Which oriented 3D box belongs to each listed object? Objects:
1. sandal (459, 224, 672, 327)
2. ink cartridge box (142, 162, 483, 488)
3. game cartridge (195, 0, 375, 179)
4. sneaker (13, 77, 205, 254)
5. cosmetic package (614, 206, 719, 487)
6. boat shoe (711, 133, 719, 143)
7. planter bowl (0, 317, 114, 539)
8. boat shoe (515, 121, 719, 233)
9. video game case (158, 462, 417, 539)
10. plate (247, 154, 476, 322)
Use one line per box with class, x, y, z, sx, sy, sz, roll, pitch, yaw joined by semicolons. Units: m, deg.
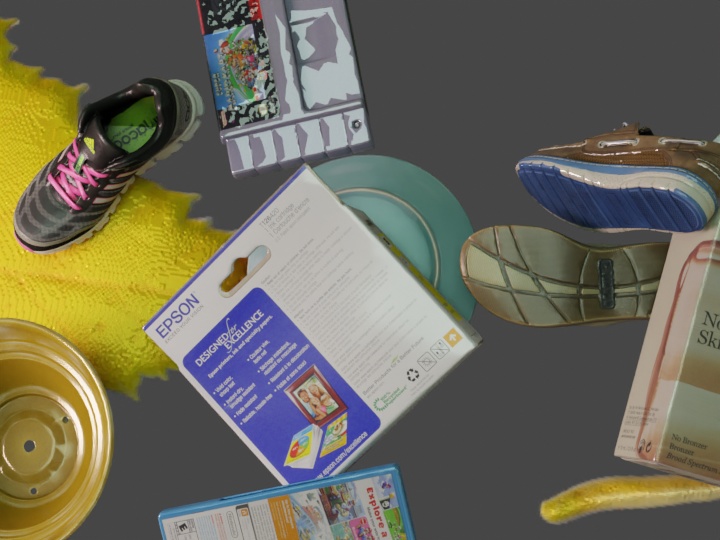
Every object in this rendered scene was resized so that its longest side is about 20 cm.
sandal;0.177;0.007;1.370;0.199;0.054;0.081;2;87;-4
ink cartridge box;-0.039;0.052;1.377;0.198;0.047;0.200;-44;83;12
game cartridge;-0.068;-0.187;1.453;0.129;0.038;0.201;-12;79;4
sneaker;-0.222;-0.095;1.437;0.200;0.087;0.074;-40;76;2
cosmetic package;0.277;0.062;1.306;0.103;0.087;0.201;16;84;-11
boat shoe;0.351;-0.116;1.343;0.200;0.074;0.065;-38;72;3
planter bowl;-0.287;0.143;1.412;0.200;0.083;0.201;-2;81;10
boat shoe;0.209;-0.075;1.337;0.200;0.072;0.072;14;57;49
video game case;-0.050;0.243;1.366;0.199;0.018;0.144;-12;96;8
plate;0.000;0.000;1.413;0.199;0.026;0.201;-1;81;9
